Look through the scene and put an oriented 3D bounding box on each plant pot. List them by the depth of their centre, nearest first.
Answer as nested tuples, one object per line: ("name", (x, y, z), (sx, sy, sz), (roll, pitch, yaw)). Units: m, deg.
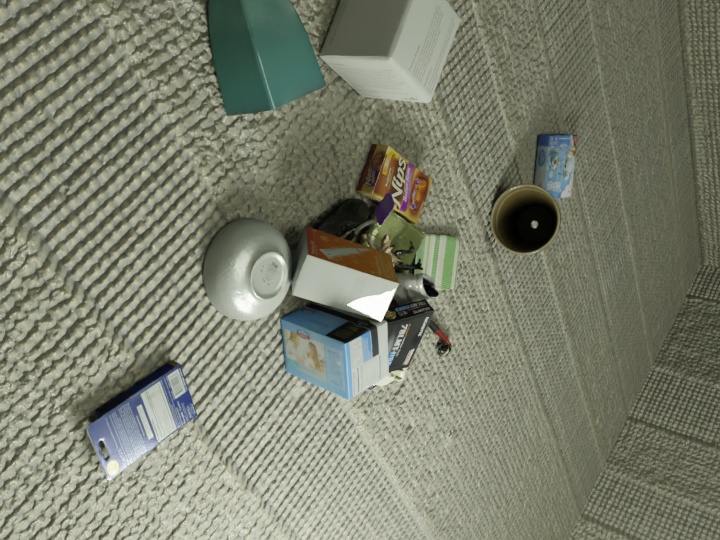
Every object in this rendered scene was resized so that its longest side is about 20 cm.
("plant pot", (-0.180, -0.397, 1.271), (0.141, 0.140, 0.203), (-36, 118, -38))
("plant pot", (0.498, -0.143, 2.110), (0.173, 0.197, 0.204), (3, 99, -65))

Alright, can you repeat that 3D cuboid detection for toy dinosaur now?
("toy dinosaur", (0.095, -0.021, 1.689), (0.200, 0.087, 0.048), (48, 28, -52))

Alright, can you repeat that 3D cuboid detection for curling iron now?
("curling iron", (0.203, 0.170, 1.957), (0.050, 0.025, 0.201), (-58, 137, -25))

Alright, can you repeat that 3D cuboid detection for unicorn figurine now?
("unicorn figurine", (0.000, 0.000, 1.606), (0.073, 0.199, 0.139), (-21, 89, -38))

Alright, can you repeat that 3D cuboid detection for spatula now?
("spatula", (0.003, -0.091, 1.546), (0.199, 0.057, 0.020), (-40, 130, 23))

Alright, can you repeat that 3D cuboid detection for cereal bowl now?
("cereal bowl", (-0.203, 0.003, 1.393), (0.198, 0.083, 0.204), (-16, 112, -45))

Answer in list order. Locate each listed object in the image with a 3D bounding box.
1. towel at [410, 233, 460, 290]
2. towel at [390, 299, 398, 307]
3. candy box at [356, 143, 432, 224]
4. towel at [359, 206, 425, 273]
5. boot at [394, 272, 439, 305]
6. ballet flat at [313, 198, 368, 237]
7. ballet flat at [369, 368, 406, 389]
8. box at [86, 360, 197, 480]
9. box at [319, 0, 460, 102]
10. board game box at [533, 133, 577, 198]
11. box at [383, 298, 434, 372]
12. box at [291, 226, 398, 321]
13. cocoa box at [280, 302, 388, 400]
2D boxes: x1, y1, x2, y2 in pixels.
("towel", (0.198, -0.020, 1.903), (0.198, 0.023, 0.155), (-2, 101, -48))
("towel", (0.040, 0.132, 1.739), (0.199, 0.023, 0.146), (-18, 126, -46))
("candy box", (0.083, -0.200, 1.691), (0.199, 0.056, 0.118), (27, 81, -48))
("towel", (0.071, -0.060, 1.717), (0.199, 0.036, 0.150), (27, 90, -49))
("boot", (0.145, 0.067, 1.726), (0.200, 0.094, 0.075), (46, 48, -53))
("ballet flat", (-0.049, -0.106, 1.580), (0.199, 0.056, 0.067), (-36, 99, -44))
("ballet flat", (0.068, 0.256, 1.790), (0.198, 0.068, 0.069), (-18, 120, -46))
("box", (-0.391, 0.264, 1.282), (0.199, 0.032, 0.123), (-35, 125, -40))
("box", (0.061, -0.478, 1.477), (0.171, 0.198, 0.202), (30, 79, -51))
("board game box", (0.622, -0.332, 2.295), (0.198, 0.043, 0.203), (-13, 111, -47))
("box", (0.056, 0.167, 1.669), (0.196, 0.050, 0.202), (-10, 138, -33))
("box", (-0.035, 0.006, 1.471), (0.197, 0.125, 0.098), (17, 117, -16))
("cocoa box", (-0.055, 0.162, 1.518), (0.130, 0.198, 0.136), (-24, 119, -42))
